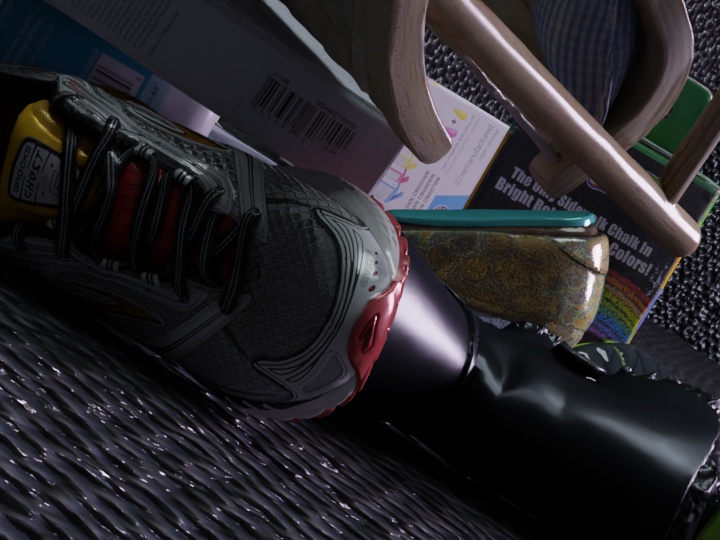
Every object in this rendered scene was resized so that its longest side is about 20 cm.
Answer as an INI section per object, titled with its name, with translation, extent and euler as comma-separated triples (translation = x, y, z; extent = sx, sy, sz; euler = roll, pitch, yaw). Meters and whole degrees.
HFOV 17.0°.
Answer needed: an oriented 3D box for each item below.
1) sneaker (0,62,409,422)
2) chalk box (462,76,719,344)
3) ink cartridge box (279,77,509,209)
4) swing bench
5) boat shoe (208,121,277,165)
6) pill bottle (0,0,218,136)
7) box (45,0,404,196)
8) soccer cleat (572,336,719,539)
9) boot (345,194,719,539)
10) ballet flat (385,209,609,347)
[sneaker]
translation = -0.069, -0.012, 0.736
extent = 0.200, 0.078, 0.082
euler = 23, 2, 39
[chalk box]
translation = 0.128, -0.034, 1.411
extent = 0.125, 0.200, 0.124
euler = 31, 4, 1
[ink cartridge box]
translation = 0.031, -0.110, 2.091
extent = 0.200, 0.129, 0.125
euler = 31, 4, 7
[swing bench]
translation = 0.028, -0.126, 0.799
extent = 0.200, 0.130, 0.199
euler = 14, 27, -42
[boat shoe]
translation = -0.109, -0.071, 1.056
extent = 0.199, 0.074, 0.068
euler = 31, 3, -30
[pill bottle]
translation = -0.151, -0.107, 0.924
extent = 0.200, 0.111, 0.111
euler = 30, 4, -21
[box]
translation = -0.048, -0.099, 0.849
extent = 0.144, 0.036, 0.200
euler = 33, 14, -10
[soccer cleat]
translation = 0.132, 0.085, 1.037
extent = 0.200, 0.068, 0.081
euler = 27, 19, -48
[boot]
translation = 0.048, 0.040, 0.843
extent = 0.168, 0.076, 0.200
euler = 28, -3, 15
[ballet flat]
translation = 0.000, 0.000, 0.982
extent = 0.200, 0.071, 0.071
euler = 6, 3, 5
